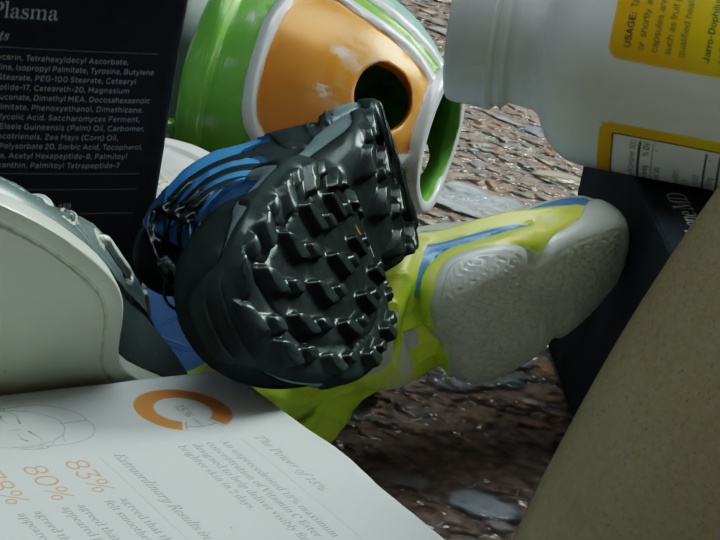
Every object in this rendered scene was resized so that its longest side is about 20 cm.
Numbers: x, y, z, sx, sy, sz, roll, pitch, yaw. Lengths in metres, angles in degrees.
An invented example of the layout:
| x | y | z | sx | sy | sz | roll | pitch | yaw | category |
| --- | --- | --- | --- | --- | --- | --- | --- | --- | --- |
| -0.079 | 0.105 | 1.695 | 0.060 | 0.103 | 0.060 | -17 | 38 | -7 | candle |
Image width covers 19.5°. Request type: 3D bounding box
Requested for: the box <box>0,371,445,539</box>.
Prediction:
| x | y | z | sx | sy | sz | roll | pitch | yaw | category |
| --- | --- | --- | --- | --- | --- | --- | --- | --- | --- |
| -0.093 | 0.102 | 0.554 | 0.200 | 0.098 | 0.124 | -5 | 25 | -36 | box |

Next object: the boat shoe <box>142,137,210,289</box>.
| x | y | z | sx | sy | sz | roll | pitch | yaw | category |
| --- | --- | --- | --- | --- | --- | --- | --- | --- | --- |
| -0.072 | -0.005 | 0.886 | 0.200 | 0.071 | 0.069 | 24 | 23 | 27 | boat shoe |

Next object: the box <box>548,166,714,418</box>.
| x | y | z | sx | sy | sz | roll | pitch | yaw | category |
| --- | --- | --- | --- | --- | --- | --- | --- | --- | --- |
| 0.194 | 0.028 | 0.866 | 0.196 | 0.124 | 0.200 | 7 | 21 | -6 | box |

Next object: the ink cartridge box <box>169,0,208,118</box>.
| x | y | z | sx | sy | sz | roll | pitch | yaw | category |
| --- | --- | --- | --- | --- | --- | --- | --- | --- | --- |
| -0.171 | -0.132 | 1.058 | 0.200 | 0.145 | 0.145 | 15 | 24 | 16 | ink cartridge box |

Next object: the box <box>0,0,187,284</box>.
| x | y | z | sx | sy | sz | roll | pitch | yaw | category |
| --- | --- | --- | --- | --- | --- | --- | --- | --- | --- |
| -0.162 | -0.055 | 0.813 | 0.104 | 0.182 | 0.200 | -2 | 25 | -30 | box |

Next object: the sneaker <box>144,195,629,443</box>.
| x | y | z | sx | sy | sz | roll | pitch | yaw | category |
| --- | --- | --- | --- | --- | --- | --- | --- | --- | --- |
| 0.000 | 0.000 | 0.801 | 0.200 | 0.076 | 0.105 | -23 | 53 | -19 | sneaker |

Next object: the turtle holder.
| x | y | z | sx | sy | sz | roll | pitch | yaw | category |
| --- | --- | --- | --- | --- | --- | --- | --- | --- | --- |
| -0.022 | -0.065 | 1.012 | 0.132 | 0.186 | 0.141 | 15 | 53 | 13 | turtle holder |

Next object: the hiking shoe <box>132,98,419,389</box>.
| x | y | z | sx | sy | sz | roll | pitch | yaw | category |
| --- | --- | --- | --- | --- | --- | --- | --- | --- | --- |
| -0.036 | 0.000 | 0.691 | 0.087 | 0.074 | 0.200 | -17 | 9 | 14 | hiking shoe |

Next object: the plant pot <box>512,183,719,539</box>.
| x | y | z | sx | sy | sz | roll | pitch | yaw | category |
| --- | --- | --- | --- | --- | --- | --- | --- | --- | --- |
| 0.133 | 0.068 | 0.614 | 0.187 | 0.200 | 0.187 | 9 | 21 | -3 | plant pot |

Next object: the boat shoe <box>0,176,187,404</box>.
| x | y | z | sx | sy | sz | roll | pitch | yaw | category |
| --- | --- | --- | --- | --- | --- | --- | --- | --- | --- |
| -0.102 | 0.013 | 0.626 | 0.062 | 0.073 | 0.200 | 62 | 3 | 28 | boat shoe |

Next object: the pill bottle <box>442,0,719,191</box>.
| x | y | z | sx | sy | sz | roll | pitch | yaw | category |
| --- | --- | --- | --- | --- | --- | --- | --- | --- | --- |
| 0.137 | -0.083 | 0.810 | 0.200 | 0.104 | 0.104 | 12 | 20 | 10 | pill bottle |
